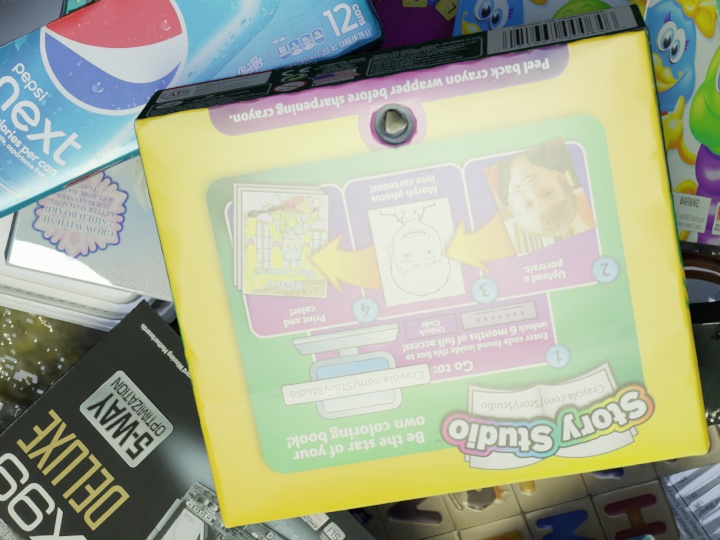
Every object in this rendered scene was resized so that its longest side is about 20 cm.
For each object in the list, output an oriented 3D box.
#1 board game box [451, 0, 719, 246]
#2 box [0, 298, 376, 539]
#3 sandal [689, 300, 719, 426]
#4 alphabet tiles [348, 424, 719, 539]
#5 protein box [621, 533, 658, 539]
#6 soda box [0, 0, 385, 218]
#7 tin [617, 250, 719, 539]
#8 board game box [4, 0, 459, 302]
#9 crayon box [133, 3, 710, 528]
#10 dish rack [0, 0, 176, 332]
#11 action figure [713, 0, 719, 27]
[{"bbox_3d":[0.115,-0.121,0.826,0.103,0.105,0.201,15,97,42],"label":"board game box"},{"bbox_3d":[-0.088,0.136,0.847,0.158,0.050,0.200,-42,65,-8],"label":"box"},{"bbox_3d":[0.185,0.041,0.797,0.199,0.048,0.076,-14,118,15],"label":"sandal"},{"bbox_3d":[0.058,0.069,0.864,0.199,0.006,0.167,-17,108,17],"label":"alphabet tiles"},{"bbox_3d":[0.069,0.238,0.781,0.135,0.200,0.199,41,64,-9],"label":"protein box"},{"bbox_3d":[-0.092,-0.085,0.796,0.199,0.068,0.064,-25,94,4],"label":"soda box"},{"bbox_3d":[0.175,0.085,0.887,0.112,0.042,0.201,-35,90,12],"label":"tin"},{"bbox_3d":[-0.047,-0.079,0.870,0.199,0.041,0.201,12,96,-12],"label":"board game box"},{"bbox_3d":[0.027,0.000,0.748,0.199,0.058,0.174,-9,107,7],"label":"crayon box"},{"bbox_3d":[-0.152,-0.077,0.910,0.170,0.044,0.201,14,95,6],"label":"dish rack"},{"bbox_3d":[0.207,-0.048,0.798,0.117,0.055,0.201,-2,117,9],"label":"action figure"}]
